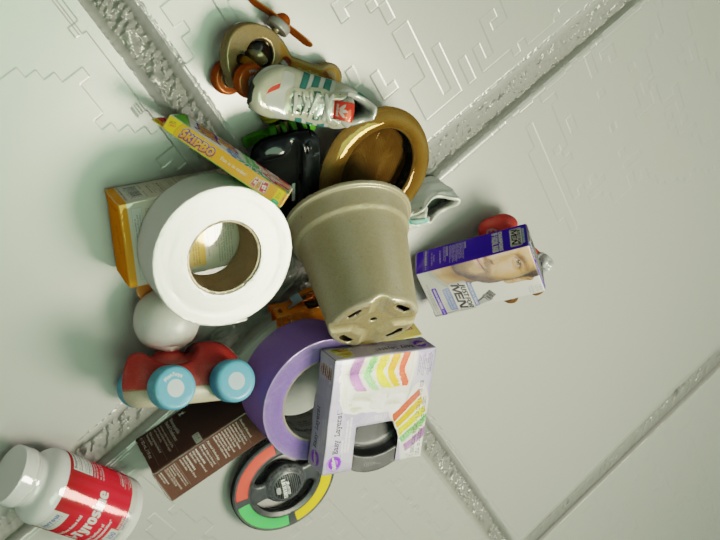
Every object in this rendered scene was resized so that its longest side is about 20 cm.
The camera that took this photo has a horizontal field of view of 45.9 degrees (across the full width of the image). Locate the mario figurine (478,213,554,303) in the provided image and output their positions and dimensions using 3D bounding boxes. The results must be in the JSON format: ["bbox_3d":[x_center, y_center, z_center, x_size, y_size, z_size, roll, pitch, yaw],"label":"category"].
[{"bbox_3d":[0.266,-0.013,1.531,0.123,0.106,0.200,-43,130,-11],"label":"mario figurine"}]

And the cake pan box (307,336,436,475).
[{"bbox_3d":[0.018,0.207,1.293,0.184,0.052,0.201,-2,109,-30],"label":"cake pan box"}]

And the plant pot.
[{"bbox_3d":[0.000,0.000,1.253,0.200,0.184,0.201,-11,149,-7],"label":"plant pot"}]

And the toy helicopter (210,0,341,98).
[{"bbox_3d":[-0.107,-0.297,1.195,0.199,0.079,0.133,5,100,-41],"label":"toy helicopter"}]

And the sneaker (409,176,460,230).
[{"bbox_3d":[0.071,-0.090,1.383,0.200,0.088,0.075,-30,126,-16],"label":"sneaker"}]

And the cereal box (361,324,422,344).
[{"bbox_3d":[0.018,0.184,1.479,0.143,0.040,0.201,-10,133,-29],"label":"cereal box"}]

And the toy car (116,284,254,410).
[{"bbox_3d":[-0.263,0.096,1.245,0.176,0.184,0.201,-2,85,-31],"label":"toy car"}]

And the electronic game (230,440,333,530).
[{"bbox_3d":[-0.135,0.374,1.507,0.199,0.042,0.201,-14,119,-26],"label":"electronic game"}]

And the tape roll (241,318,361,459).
[{"bbox_3d":[-0.076,0.182,1.305,0.199,0.085,0.201,-12,114,-28],"label":"tape roll"}]

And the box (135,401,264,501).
[{"bbox_3d":[-0.243,0.261,1.349,0.200,0.100,0.075,-32,125,-16],"label":"box"}]

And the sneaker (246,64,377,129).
[{"bbox_3d":[-0.059,-0.231,1.153,0.199,0.093,0.071,-4,111,-49],"label":"sneaker"}]

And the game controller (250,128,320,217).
[{"bbox_3d":[-0.111,-0.120,1.259,0.104,0.042,0.200,-9,137,-14],"label":"game controller"}]

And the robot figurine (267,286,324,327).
[{"bbox_3d":[-0.050,0.071,1.398,0.199,0.058,0.145,-18,131,-23],"label":"robot figurine"}]

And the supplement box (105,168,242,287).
[{"bbox_3d":[-0.247,-0.065,1.206,0.199,0.073,0.127,-14,118,-26],"label":"supplement box"}]

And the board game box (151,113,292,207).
[{"bbox_3d":[-0.181,-0.153,1.139,0.200,0.096,0.030,31,99,-6],"label":"board game box"}]

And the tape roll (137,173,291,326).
[{"bbox_3d":[-0.197,-0.027,1.163,0.202,0.071,0.203,-13,116,-28],"label":"tape roll"}]

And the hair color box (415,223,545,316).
[{"bbox_3d":[0.205,0.002,1.463,0.199,0.065,0.110,-16,127,17],"label":"hair color box"}]

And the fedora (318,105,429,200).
[{"bbox_3d":[0.010,-0.166,1.313,0.200,0.082,0.201,-16,128,-22],"label":"fedora"}]

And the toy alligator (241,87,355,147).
[{"bbox_3d":[-0.078,-0.222,1.249,0.199,0.054,0.059,-27,124,-18],"label":"toy alligator"}]

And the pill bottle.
[{"bbox_3d":[-0.432,0.331,1.257,0.200,0.112,0.112,36,91,-38],"label":"pill bottle"}]
